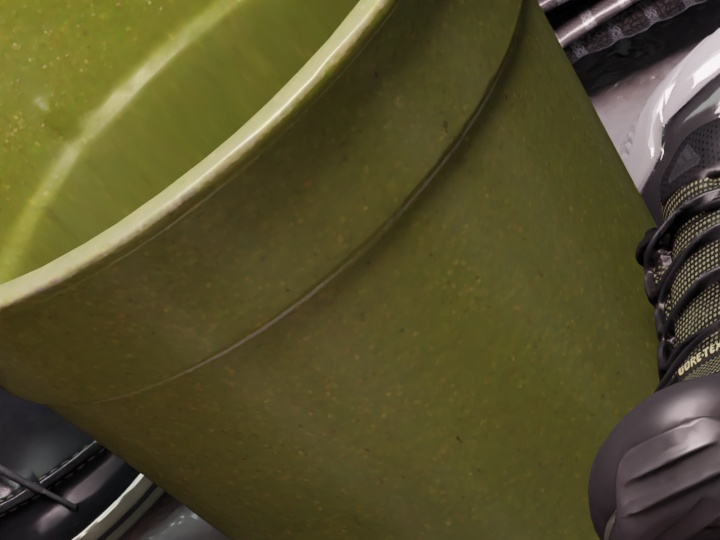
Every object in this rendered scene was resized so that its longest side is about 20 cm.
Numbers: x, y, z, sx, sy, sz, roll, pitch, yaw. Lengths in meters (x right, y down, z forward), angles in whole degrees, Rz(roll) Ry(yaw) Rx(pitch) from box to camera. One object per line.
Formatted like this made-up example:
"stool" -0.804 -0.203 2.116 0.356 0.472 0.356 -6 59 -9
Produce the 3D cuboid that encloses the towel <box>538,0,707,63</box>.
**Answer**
"towel" 0.055 -0.134 0.968 0.165 0.086 0.200 -25 35 5

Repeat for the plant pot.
"plant pot" 0.000 0.000 0.737 0.200 0.190 0.200 -31 30 20

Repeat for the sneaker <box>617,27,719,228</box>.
"sneaker" 0.166 -0.036 0.777 0.199 0.076 0.114 -28 34 -2

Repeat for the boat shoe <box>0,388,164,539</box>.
"boat shoe" -0.131 0.067 0.873 0.199 0.062 0.075 -29 34 -1

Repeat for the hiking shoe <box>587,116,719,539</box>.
"hiking shoe" 0.089 0.016 0.672 0.076 0.101 0.200 -30 -8 22
